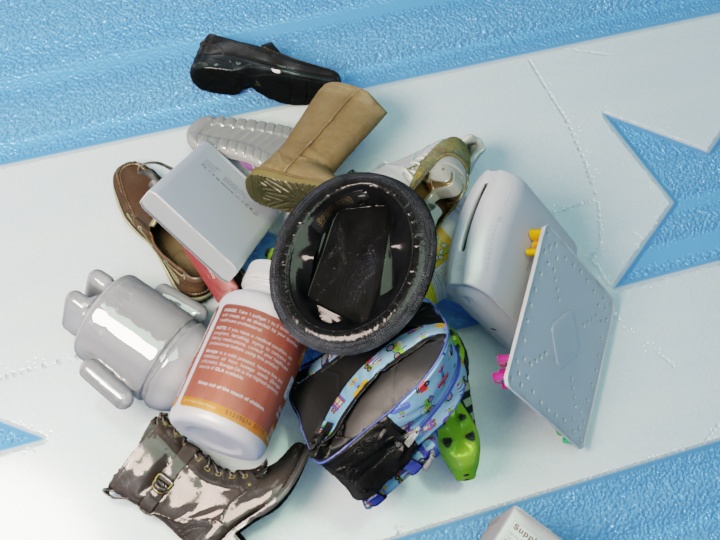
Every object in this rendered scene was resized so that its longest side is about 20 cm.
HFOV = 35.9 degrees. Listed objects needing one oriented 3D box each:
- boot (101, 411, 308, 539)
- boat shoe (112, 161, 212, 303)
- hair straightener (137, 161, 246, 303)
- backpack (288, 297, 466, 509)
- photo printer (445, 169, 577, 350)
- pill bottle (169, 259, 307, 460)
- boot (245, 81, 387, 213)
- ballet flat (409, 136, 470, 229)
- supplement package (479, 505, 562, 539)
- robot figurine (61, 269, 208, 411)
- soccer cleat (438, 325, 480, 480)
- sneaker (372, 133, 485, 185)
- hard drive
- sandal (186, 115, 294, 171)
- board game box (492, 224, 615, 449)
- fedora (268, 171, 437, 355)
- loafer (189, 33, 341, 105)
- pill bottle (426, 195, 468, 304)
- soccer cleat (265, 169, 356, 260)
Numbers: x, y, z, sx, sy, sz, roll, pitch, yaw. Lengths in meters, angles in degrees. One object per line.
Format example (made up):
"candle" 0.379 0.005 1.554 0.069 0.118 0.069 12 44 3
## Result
"boot" -0.171 0.224 1.255 0.174 0.069 0.200 42 72 9
"boat shoe" -0.235 -0.059 1.350 0.074 0.075 0.203 -33 77 -17
"hair straightener" -0.195 -0.050 1.313 0.041 0.077 0.200 -43 81 23
"backpack" 0.032 0.133 1.225 0.200 0.183 0.135 -42 118 4
"photo printer" 0.178 -0.011 1.324 0.069 0.200 0.168 2 62 39
"pill bottle" -0.121 0.095 1.215 0.111 0.112 0.202 22 67 2
"boot" -0.022 -0.143 1.338 0.174 0.067 0.200 22 50 19
"ballet flat" 0.082 -0.080 1.293 0.070 0.071 0.200 36 68 7
"supplement package" 0.150 0.379 1.211 0.117 0.117 0.201 35 69 7
"robot figurine" -0.247 0.084 1.274 0.199 0.113 0.170 33 53 5
"soccer cleat" 0.103 0.155 1.320 0.067 0.081 0.201 -9 49 2
"sneaker" 0.078 -0.124 1.376 0.200 0.080 0.071 -30 80 -41
"hard drive" -0.170 -0.074 1.305 0.132 0.200 0.027 43 113 -8
"sandal" -0.124 -0.149 1.416 0.201 0.050 0.083 20 52 14
"board game box" 0.232 0.081 1.312 0.026 0.200 0.202 -1 61 39
"fedora" 0.000 0.000 1.195 0.198 0.092 0.203 -5 72 15
"loafer" -0.119 -0.268 1.448 0.198 0.073 0.073 10 64 -4
"pill bottle" 0.068 -0.006 1.353 0.200 0.104 0.104 -39 78 -19
"soccer cleat" -0.040 -0.042 1.366 0.081 0.068 0.200 43 67 10
